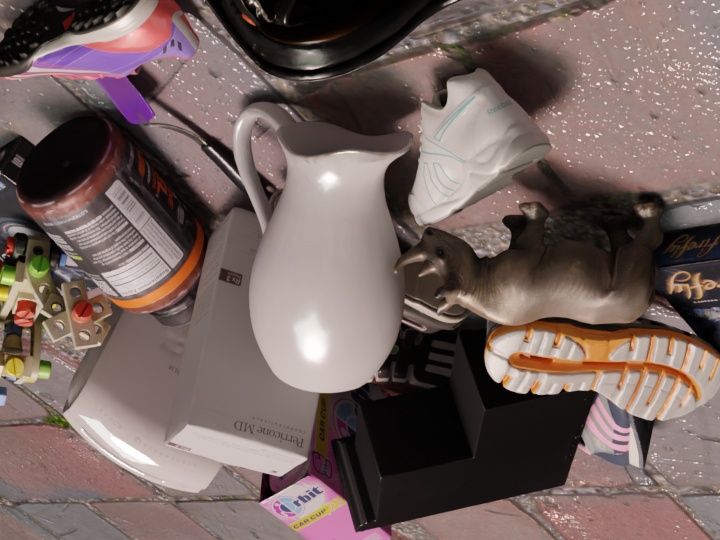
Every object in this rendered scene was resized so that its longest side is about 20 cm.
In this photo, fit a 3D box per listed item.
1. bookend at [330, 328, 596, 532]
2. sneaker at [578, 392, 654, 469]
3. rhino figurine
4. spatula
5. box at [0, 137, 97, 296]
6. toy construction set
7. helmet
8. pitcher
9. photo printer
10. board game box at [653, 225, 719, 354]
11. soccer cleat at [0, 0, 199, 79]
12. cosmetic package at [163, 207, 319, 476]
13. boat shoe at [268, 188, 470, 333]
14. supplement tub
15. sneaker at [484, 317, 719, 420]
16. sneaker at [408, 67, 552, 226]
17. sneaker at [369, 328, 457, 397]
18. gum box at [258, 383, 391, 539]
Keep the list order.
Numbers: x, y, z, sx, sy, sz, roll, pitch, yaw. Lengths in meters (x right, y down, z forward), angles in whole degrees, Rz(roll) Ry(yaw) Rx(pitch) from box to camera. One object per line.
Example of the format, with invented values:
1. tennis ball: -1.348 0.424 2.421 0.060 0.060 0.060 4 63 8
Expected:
1. bookend: 0.083 0.120 1.274 0.198 0.093 0.199 -12 147 -9
2. sneaker: 0.207 0.109 1.296 0.081 0.070 0.201 9 146 20
3. rhino figurine: 0.123 -0.002 1.104 0.198 0.088 0.060 0 165 2
4. spatula: -0.143 -0.108 1.240 0.200 0.021 0.056 36 161 -24
5. box: -0.319 -0.040 1.458 0.160 0.044 0.199 39 147 -25
6. toy construction set: -0.308 0.044 1.406 0.092 0.132 0.200 17 152 -32
7. helmet: -0.007 -0.217 0.797 0.200 0.190 0.200 53 170 13
8. pitcher: -0.040 -0.022 1.166 0.171 0.121 0.202 25 120 41
9. photo printer: -0.178 0.098 1.423 0.166 0.201 0.069 33 150 -16
10. board game box: 0.324 0.015 1.093 0.199 0.035 0.135 -9 137 44
11. soccer cleat: -0.209 -0.170 1.147 0.199 0.069 0.073 -10 141 41
12. cosmetic package: -0.088 0.062 1.278 0.112 0.201 0.081 15 155 -17
13. boat shoe: 0.000 0.000 1.271 0.199 0.067 0.057 28 146 -15
14. supplement tub: -0.205 -0.035 1.320 0.106 0.107 0.200 1 144 35
15. sneaker: 0.189 0.057 1.159 0.198 0.077 0.079 13 120 -13
16. sneaker: 0.075 -0.089 1.084 0.081 0.070 0.200 60 160 4
17. sneaker: 0.011 0.094 1.410 0.199 0.076 0.116 17 153 11
18. gum box: -0.029 0.160 1.430 0.066 0.201 0.113 -33 123 26
